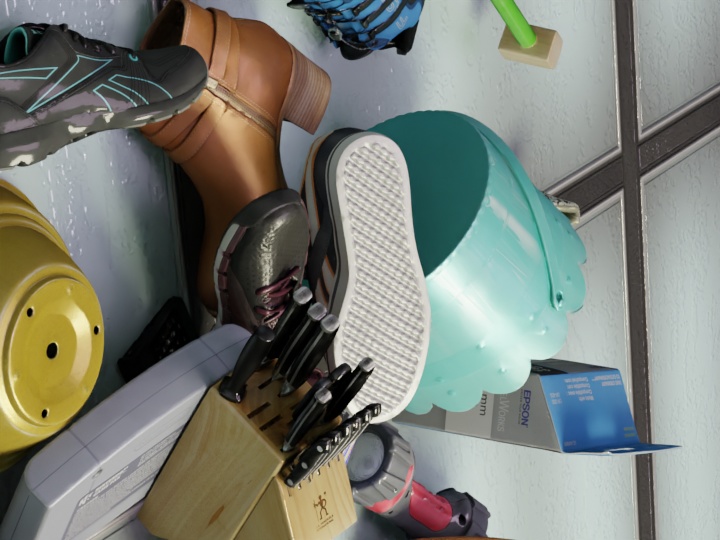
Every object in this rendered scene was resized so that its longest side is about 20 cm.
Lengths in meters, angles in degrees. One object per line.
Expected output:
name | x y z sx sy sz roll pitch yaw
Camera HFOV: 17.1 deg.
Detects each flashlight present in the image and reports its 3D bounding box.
flashlight | 0.044 0.178 1.922 0.200 0.067 0.069 37 65 -53

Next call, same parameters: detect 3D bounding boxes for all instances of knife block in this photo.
knife block | -0.073 0.094 1.547 0.064 0.199 0.177 -31 116 -43

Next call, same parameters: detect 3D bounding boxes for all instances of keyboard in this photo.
keyboard | -0.112 0.123 1.689 0.104 0.039 0.201 -55 137 -37

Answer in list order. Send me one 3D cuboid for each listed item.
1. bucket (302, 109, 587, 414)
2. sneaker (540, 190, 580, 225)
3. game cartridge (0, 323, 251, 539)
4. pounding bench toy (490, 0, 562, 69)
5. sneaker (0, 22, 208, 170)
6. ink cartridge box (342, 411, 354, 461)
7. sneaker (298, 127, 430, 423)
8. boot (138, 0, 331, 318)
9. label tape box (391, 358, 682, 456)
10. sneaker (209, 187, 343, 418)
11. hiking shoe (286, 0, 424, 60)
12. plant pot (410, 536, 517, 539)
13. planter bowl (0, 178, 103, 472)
bucket | 0.053 -0.011 1.776 0.135 0.206 0.208 47 57 -41
sneaker | 0.118 -0.010 1.975 0.200 0.088 0.077 -54 138 -37
game cartridge | -0.149 0.114 1.544 0.200 0.041 0.133 -35 168 -38
pounding bench toy | 0.120 -0.253 1.874 0.156 0.123 0.202 -21 114 -63
sneaker | -0.175 -0.120 1.493 0.199 0.075 0.080 -23 106 -43
ink cartridge box | -0.066 0.205 1.743 0.199 0.043 0.201 -59 171 -31
sneaker | 0.000 0.000 1.646 0.078 0.079 0.202 -7 104 -24
boot | -0.108 -0.078 1.637 0.154 0.073 0.202 24 80 -48
label tape box | 0.146 0.105 1.941 0.143 0.199 0.067 0 95 -57
sneaker | -0.045 0.046 1.601 0.075 0.116 0.201 -24 146 -31
hiking shoe | -0.005 -0.197 1.757 0.199 0.074 0.088 -10 104 -56
plant pot | 0.084 0.292 1.907 0.200 0.199 0.141 26 61 -56
planter bowl | -0.216 0.045 1.469 0.200 0.083 0.202 -19 113 -55
